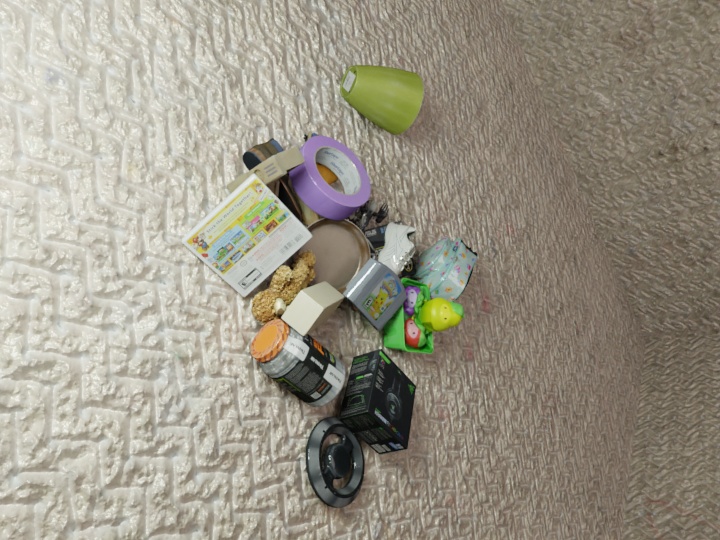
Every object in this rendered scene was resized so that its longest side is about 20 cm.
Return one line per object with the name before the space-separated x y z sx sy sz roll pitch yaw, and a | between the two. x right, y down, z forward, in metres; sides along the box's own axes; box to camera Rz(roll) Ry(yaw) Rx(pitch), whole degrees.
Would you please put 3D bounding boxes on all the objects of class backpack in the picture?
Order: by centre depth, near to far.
backpack | 0.245 0.010 1.680 0.153 0.176 0.200 34 52 -19

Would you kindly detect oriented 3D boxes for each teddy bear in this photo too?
teddy bear | -0.157 0.041 1.245 0.067 0.145 0.200 32 36 13

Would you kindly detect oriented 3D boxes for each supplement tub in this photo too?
supplement tub | -0.135 0.199 1.212 0.200 0.122 0.123 45 48 -33

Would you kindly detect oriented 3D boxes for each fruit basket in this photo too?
fruit basket | 0.171 0.125 1.536 0.155 0.215 0.217 14 68 -47

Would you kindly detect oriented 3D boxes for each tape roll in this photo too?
tape roll | -0.072 -0.223 1.346 0.200 0.066 0.201 25 48 -30

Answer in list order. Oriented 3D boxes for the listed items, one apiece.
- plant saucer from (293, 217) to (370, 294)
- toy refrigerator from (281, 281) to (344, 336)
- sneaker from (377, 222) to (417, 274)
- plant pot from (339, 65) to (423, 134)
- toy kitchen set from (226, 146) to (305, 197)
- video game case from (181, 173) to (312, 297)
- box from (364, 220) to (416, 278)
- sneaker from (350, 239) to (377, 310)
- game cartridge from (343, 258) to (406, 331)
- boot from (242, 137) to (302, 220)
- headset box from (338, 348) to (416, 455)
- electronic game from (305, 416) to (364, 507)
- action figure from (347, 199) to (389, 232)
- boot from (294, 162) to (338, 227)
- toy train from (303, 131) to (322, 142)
plant saucer | -0.072 -0.031 1.370 0.199 0.032 0.201 -3 97 -23
toy refrigerator | -0.103 0.078 1.244 0.070 0.076 0.200 38 11 5
sneaker | 0.100 -0.045 1.506 0.075 0.087 0.201 56 41 -56
plant pot | 0.047 -0.514 1.624 0.199 0.187 0.188 10 70 -32
toy kitchen set | -0.194 -0.120 1.192 0.163 0.180 0.201 -38 103 -47
video game case | -0.230 -0.068 1.154 0.182 0.200 0.023 47 4 -30
box | 0.069 -0.046 1.585 0.200 0.049 0.162 -18 90 -49
sneaker | 0.000 0.000 1.450 0.077 0.078 0.201 42 44 -69
game cartridge | 0.045 0.059 1.411 0.134 0.040 0.200 -53 141 -10
boot | -0.182 -0.218 1.321 0.200 0.075 0.097 56 46 -20
headset box | 0.049 0.321 1.396 0.174 0.093 0.200 49 36 -28
electronic game | -0.055 0.440 1.293 0.200 0.042 0.201 31 48 -43
action figure | -0.010 -0.151 1.475 0.200 0.119 0.102 -27 133 -56
boot | -0.105 -0.213 1.408 0.144 0.071 0.202 -20 88 -44
toy train | -0.074 -0.313 1.499 0.200 0.046 0.034 28 59 -42
